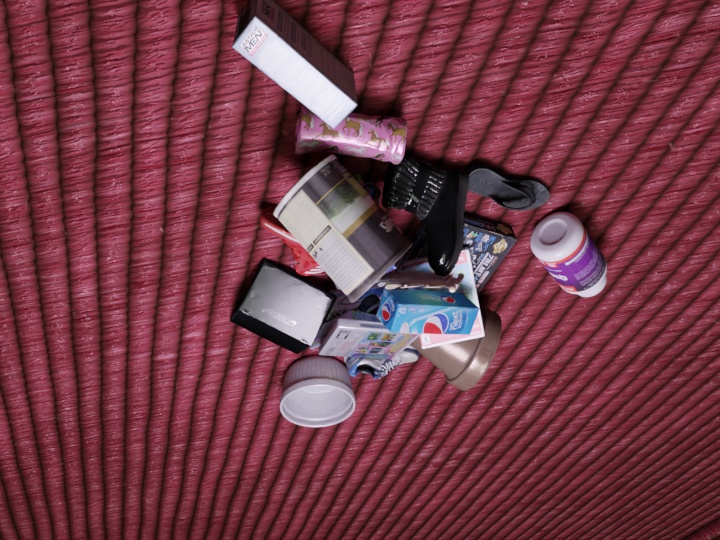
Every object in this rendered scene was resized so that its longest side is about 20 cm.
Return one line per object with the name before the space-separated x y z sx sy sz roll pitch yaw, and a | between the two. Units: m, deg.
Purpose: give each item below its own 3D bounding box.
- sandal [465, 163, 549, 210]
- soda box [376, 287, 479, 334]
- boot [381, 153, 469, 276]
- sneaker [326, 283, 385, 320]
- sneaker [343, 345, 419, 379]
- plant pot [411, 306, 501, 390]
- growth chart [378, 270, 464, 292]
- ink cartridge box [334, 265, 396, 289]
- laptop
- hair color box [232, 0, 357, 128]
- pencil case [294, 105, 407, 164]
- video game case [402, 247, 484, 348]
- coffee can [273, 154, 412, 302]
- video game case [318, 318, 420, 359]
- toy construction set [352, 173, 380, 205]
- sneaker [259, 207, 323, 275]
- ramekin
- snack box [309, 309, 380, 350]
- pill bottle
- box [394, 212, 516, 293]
sandal | 0.289 -0.149 1.123 0.197 0.049 0.076 11 135 -23
soda box | 0.135 0.083 1.140 0.196 0.068 0.065 4 113 -29
boot | 0.112 -0.104 1.078 0.155 0.216 0.079 8 177 -19
sneaker | -0.027 0.079 1.305 0.197 0.073 0.072 -20 136 16
sneaker | 0.055 0.238 1.463 0.195 0.086 0.078 -5 136 -2
plant pot | 0.206 0.153 1.338 0.172 0.202 0.202 26 130 -7
growth chart | 0.106 0.019 1.112 0.196 0.144 0.018 2 102 27
ink cartridge box | 0.000 0.000 1.143 0.093 0.200 0.045 -25 93 -10
laptop | -0.181 0.090 1.313 0.185 0.116 0.203 27 100 -12
hair color box | -0.096 -0.320 0.877 0.060 0.100 0.199 -36 128 29
pencil case | -0.015 -0.232 0.988 0.195 0.087 0.084 4 116 -8
video game case | 0.179 0.062 1.220 0.140 0.017 0.204 -12 108 8
coffee can | -0.029 -0.070 0.968 0.200 0.146 0.146 47 122 -1
video game case | 0.015 0.151 1.235 0.178 0.024 0.200 6 154 -14
toy construction set | -0.026 -0.106 1.089 0.128 0.092 0.204 -4 107 14
sneaker | -0.132 -0.044 1.167 0.197 0.079 0.116 24 127 -26
ramekin | -0.114 0.314 1.506 0.195 0.106 0.203 -4 135 -4
snack box | -0.013 0.151 1.331 0.140 0.054 0.199 13 155 -31
pill bottle | 0.451 -0.026 1.222 0.111 0.114 0.199 -31 130 24
box | 0.200 -0.033 1.233 0.195 0.050 0.202 13 131 -18
